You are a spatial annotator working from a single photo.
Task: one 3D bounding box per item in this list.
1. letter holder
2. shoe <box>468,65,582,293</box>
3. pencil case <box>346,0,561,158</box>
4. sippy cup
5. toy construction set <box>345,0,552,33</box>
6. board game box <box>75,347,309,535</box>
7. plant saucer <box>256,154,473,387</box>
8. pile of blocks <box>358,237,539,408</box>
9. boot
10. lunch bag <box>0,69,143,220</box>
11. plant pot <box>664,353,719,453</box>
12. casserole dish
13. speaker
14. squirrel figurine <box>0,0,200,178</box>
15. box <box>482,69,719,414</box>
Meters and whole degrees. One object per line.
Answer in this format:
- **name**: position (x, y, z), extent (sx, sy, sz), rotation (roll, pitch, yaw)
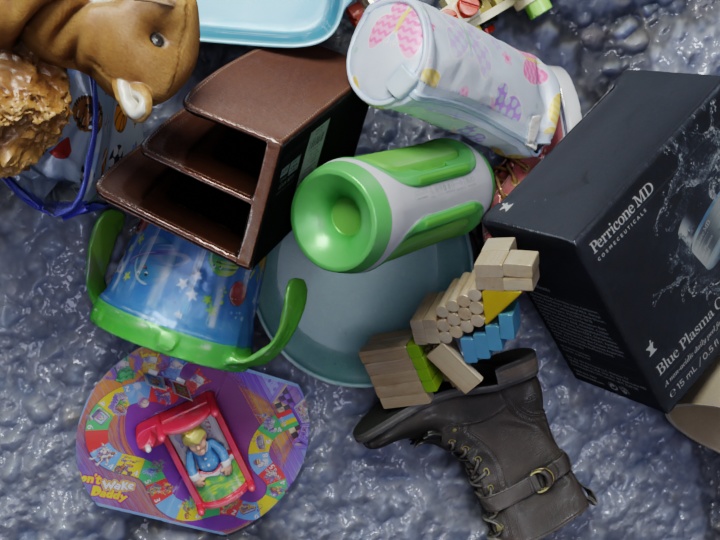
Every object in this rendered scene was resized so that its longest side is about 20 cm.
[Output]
- **letter holder**: position (-0.092, -0.109, 0.818), extent (0.141, 0.200, 0.101), rotation (24, 120, 10)
- **shoe**: position (0.140, -0.076, 0.950), extent (0.090, 0.071, 0.203), rotation (-4, 99, -15)
- **pencil case**: position (0.078, -0.147, 0.854), extent (0.199, 0.083, 0.092), rotation (13, 59, -47)
- **sippy cup**: position (-0.133, -0.001, 0.872), extent (0.176, 0.140, 0.132), rotation (20, 91, -12)
- **toy construction set**: position (0.083, -0.222, 0.899), extent (0.198, 0.131, 0.093), rotation (-17, 96, -8)
- **board game box**: position (-0.137, 0.154, 0.905), extent (0.198, 0.039, 0.159), rotation (20, 105, -21)
- **plant saucer**: position (0.000, 0.000, 0.949), extent (0.198, 0.036, 0.203), rotation (-1, 94, -11)
- **pile of blocks**: position (0.085, 0.043, 0.887), extent (0.082, 0.062, 0.200), rotation (45, 127, -6)
- **boot**: position (0.106, 0.178, 0.965), extent (0.198, 0.069, 0.176), rotation (-19, 97, -10)
- **lunch bag**: position (-0.235, -0.141, 0.825), extent (0.122, 0.170, 0.202), rotation (-15, 98, 3)
- **plant pot**: position (0.395, 0.067, 0.968), extent (0.186, 0.187, 0.202), rotation (27, 75, -11)
- **casserole dish**: position (-0.097, -0.236, 0.837), extent (0.197, 0.039, 0.123), rotation (5, 96, -1)
- **speaker**: position (0.032, -0.053, 0.834), extent (0.088, 0.199, 0.090), rotation (8, 105, 30)
- **squirrel figurine**: position (-0.204, -0.154, 0.692), extent (0.186, 0.142, 0.200), rotation (35, 107, -15)
- **box**: position (0.239, -0.027, 0.905), extent (0.197, 0.117, 0.201), rotation (-45, 120, -16)
